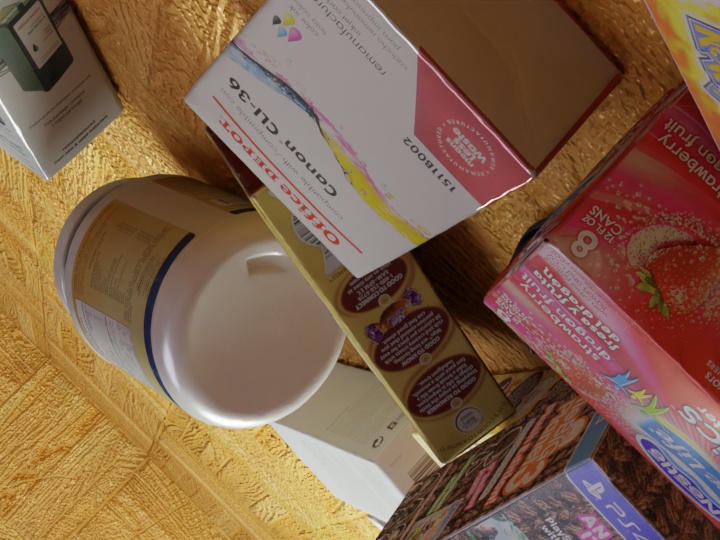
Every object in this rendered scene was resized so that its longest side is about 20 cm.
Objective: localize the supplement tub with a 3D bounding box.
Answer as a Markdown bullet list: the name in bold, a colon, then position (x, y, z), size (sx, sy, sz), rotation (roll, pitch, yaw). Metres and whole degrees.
- **supplement tub**: position (-0.115, 0.013, 1.041), size (0.200, 0.144, 0.145), rotation (22, 153, 53)

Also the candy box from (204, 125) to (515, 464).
- **candy box**: position (0.000, 0.000, 0.832), size (0.200, 0.056, 0.117), rotation (53, 180, -28)

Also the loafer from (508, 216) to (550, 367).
- **loafer**: position (0.100, 0.017, 0.674), size (0.072, 0.063, 0.200), rotation (47, 164, -8)

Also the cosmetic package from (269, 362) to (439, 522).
- **cosmetic package**: position (0.017, 0.135, 1.146), size (0.102, 0.071, 0.200), rotation (51, 163, -21)

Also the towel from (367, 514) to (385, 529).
- **towel**: position (0.105, 0.315, 1.441), size (0.200, 0.032, 0.191), rotation (28, 157, 46)

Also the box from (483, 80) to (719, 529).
- **box**: position (0.152, 0.035, 0.527), size (0.200, 0.100, 0.095), rotation (43, 163, 3)

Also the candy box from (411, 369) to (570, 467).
- **candy box**: position (0.116, 0.118, 0.890), size (0.116, 0.055, 0.200), rotation (47, 163, -8)

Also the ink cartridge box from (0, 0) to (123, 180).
- **ink cartridge box**: position (-0.267, -0.179, 1.048), size (0.146, 0.084, 0.200), rotation (34, 160, 31)

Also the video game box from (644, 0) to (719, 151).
- **video game box**: position (0.132, -0.091, 0.368), size (0.182, 0.047, 0.200), rotation (24, 154, 56)

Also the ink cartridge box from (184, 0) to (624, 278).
- **ink cartridge box**: position (0.003, -0.070, 0.634), size (0.117, 0.068, 0.200), rotation (46, 153, -6)

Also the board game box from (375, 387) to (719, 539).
- **board game box**: position (0.118, 0.153, 0.750), size (0.159, 0.097, 0.200), rotation (46, 134, -6)
